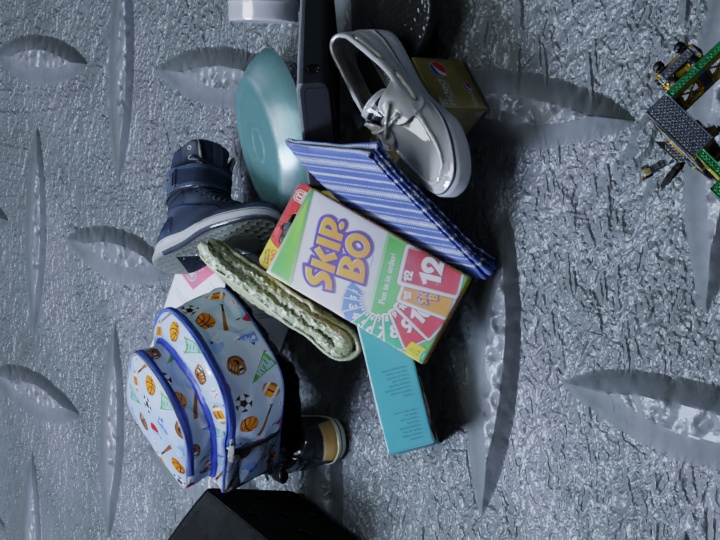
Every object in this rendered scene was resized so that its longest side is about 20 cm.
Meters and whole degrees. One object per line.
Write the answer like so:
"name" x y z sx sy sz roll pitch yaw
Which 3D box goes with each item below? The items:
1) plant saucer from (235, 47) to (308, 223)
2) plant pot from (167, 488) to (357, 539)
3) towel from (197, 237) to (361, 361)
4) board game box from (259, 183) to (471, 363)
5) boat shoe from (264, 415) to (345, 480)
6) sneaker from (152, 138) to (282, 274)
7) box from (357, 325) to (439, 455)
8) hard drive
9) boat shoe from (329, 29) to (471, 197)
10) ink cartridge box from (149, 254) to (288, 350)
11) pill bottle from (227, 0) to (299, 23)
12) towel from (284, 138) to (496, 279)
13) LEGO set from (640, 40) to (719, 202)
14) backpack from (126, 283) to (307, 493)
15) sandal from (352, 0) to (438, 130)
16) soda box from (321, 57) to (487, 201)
"plant saucer" -0.098 -0.142 1.559 0.200 0.036 0.202 166 90 -73
"plant pot" -0.111 0.349 1.567 0.199 0.198 0.179 27 102 47
"towel" -0.083 0.030 1.475 0.199 0.148 0.037 34 90 2
"board game box" 0.000 0.000 1.385 0.199 0.030 0.096 30 95 15
"boat shoe" -0.096 0.200 1.625 0.199 0.062 0.075 -13 85 52
"sneaker" -0.154 -0.087 1.589 0.201 0.077 0.147 -14 57 43
"box" 0.031 0.082 1.428 0.082 0.049 0.202 49 -153 -80
"hard drive" -0.041 -0.200 1.433 0.140 0.033 0.201 84 -176 -47
"boat shoe" 0.033 -0.149 1.318 0.072 0.065 0.201 -49 57 41
"ink cartridge box" -0.170 0.079 1.690 0.147 0.082 0.201 47 127 38
"pill bottle" -0.104 -0.373 1.546 0.109 0.109 0.202 11 101 50
"towel" 0.031 -0.062 1.361 0.144 0.200 0.024 11 63 52
"LEGO set" 0.316 -0.090 1.073 0.154 0.116 0.200 -50 54 5
"backpack" -0.159 0.119 1.496 0.200 0.153 0.191 44 138 28
"sandal" 0.041 -0.216 1.436 0.076 0.048 0.201 61 148 26
"soda box" 0.040 -0.123 1.420 0.200 0.067 0.064 -49 56 42
